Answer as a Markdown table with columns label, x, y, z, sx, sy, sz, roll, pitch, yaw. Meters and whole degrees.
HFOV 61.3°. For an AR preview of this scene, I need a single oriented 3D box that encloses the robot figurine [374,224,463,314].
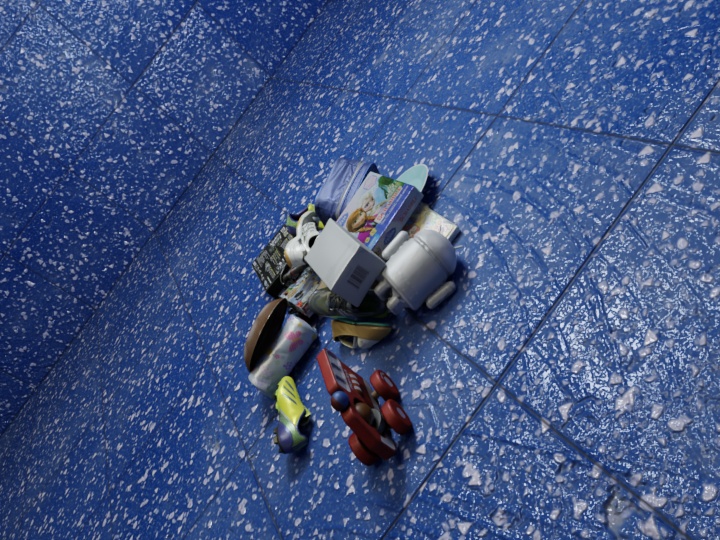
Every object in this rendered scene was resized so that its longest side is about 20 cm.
| label | x | y | z | sx | sy | sz | roll | pitch | yaw |
| --- | --- | --- | --- | --- | --- | --- | --- | --- | --- |
| robot figurine | 0.119 | -0.001 | 1.249 | 0.200 | 0.113 | 0.170 | -44 | 74 | 0 |

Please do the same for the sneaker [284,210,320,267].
| label | x | y | z | sx | sy | sz | roll | pitch | yaw |
| --- | --- | --- | --- | --- | --- | --- | --- | --- | --- |
| sneaker | -0.125 | -0.080 | 1.563 | 0.085 | 0.077 | 0.203 | -5 | 40 | 20 |

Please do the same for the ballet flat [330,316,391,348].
| label | x | y | z | sx | sy | sz | roll | pitch | yaw |
| --- | --- | --- | --- | --- | --- | --- | --- | --- | --- |
| ballet flat | 0.002 | 0.141 | 1.337 | 0.198 | 0.067 | 0.065 | 2 | 86 | 56 |

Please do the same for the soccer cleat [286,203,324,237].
| label | x | y | z | sx | sy | sz | roll | pitch | yaw |
| --- | --- | --- | --- | --- | --- | --- | --- | --- | --- |
| soccer cleat | -0.110 | -0.149 | 1.685 | 0.194 | 0.086 | 0.065 | -15 | 26 | -4 |

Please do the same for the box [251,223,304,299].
| label | x | y | z | sx | sy | sz | roll | pitch | yaw |
| --- | --- | --- | --- | --- | --- | --- | --- | --- | --- |
| box | -0.215 | -0.019 | 1.747 | 0.165 | 0.086 | 0.200 | -50 | 31 | 3 |

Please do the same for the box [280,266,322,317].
| label | x | y | z | sx | sy | sz | roll | pitch | yaw |
| --- | --- | --- | --- | --- | --- | --- | --- | --- | --- |
| box | -0.104 | 0.022 | 1.567 | 0.200 | 0.040 | 0.136 | -47 | 29 | -15 |

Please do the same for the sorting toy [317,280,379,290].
| label | x | y | z | sx | sy | sz | roll | pitch | yaw |
| --- | --- | --- | --- | --- | --- | --- | --- | --- | --- |
| sorting toy | 0.000 | 0.000 | 1.453 | 0.182 | 0.036 | 0.204 | 14 | 75 | 41 |

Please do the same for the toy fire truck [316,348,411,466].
| label | x | y | z | sx | sy | sz | roll | pitch | yaw |
| --- | --- | --- | --- | --- | --- | --- | --- | --- | --- |
| toy fire truck | -0.006 | 0.247 | 1.118 | 0.112 | 0.167 | 0.201 | -43 | 32 | 12 |

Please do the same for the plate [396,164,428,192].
| label | x | y | z | sx | sy | sz | roll | pitch | yaw |
| --- | --- | --- | --- | --- | --- | --- | --- | --- | --- |
| plate | 0.104 | -0.178 | 1.521 | 0.199 | 0.025 | 0.202 | -42 | 25 | 24 |

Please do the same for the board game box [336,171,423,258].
| label | x | y | z | sx | sy | sz | roll | pitch | yaw |
| --- | --- | --- | --- | --- | --- | --- | --- | --- | --- |
| board game box | 0.028 | -0.124 | 1.423 | 0.202 | 0.041 | 0.198 | -56 | 35 | -4 |

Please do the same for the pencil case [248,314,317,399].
| label | x | y | z | sx | sy | sz | roll | pitch | yaw |
| --- | --- | --- | --- | --- | --- | --- | --- | --- | --- |
| pencil case | -0.186 | 0.209 | 1.470 | 0.203 | 0.090 | 0.083 | -56 | 15 | -7 |

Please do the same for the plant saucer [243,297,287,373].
| label | x | y | z | sx | sy | sz | roll | pitch | yaw |
| --- | --- | --- | --- | --- | --- | --- | --- | --- | --- |
| plant saucer | -0.240 | 0.155 | 1.505 | 0.200 | 0.036 | 0.205 | 25 | -91 | -84 |

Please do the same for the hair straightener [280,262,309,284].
| label | x | y | z | sx | sy | sz | roll | pitch | yaw |
| --- | --- | --- | --- | --- | --- | --- | --- | --- | --- |
| hair straightener | -0.136 | -0.032 | 1.611 | 0.198 | 0.041 | 0.077 | -38 | 27 | 11 |

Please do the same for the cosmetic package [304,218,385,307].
| label | x | y | z | sx | sy | sz | roll | pitch | yaw |
| --- | --- | --- | --- | --- | --- | --- | --- | --- | --- |
| cosmetic package | -0.038 | -0.021 | 1.296 | 0.114 | 0.080 | 0.200 | -55 | 28 | 7 |

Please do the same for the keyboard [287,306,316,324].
| label | x | y | z | sx | sy | sz | roll | pitch | yaw |
| --- | --- | --- | --- | --- | --- | --- | --- | --- | --- |
| keyboard | -0.158 | 0.107 | 1.590 | 0.201 | 0.039 | 0.104 | -51 | 32 | 1 |

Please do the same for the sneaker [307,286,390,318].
| label | x | y | z | sx | sy | sz | roll | pitch | yaw |
| --- | --- | --- | --- | --- | --- | --- | --- | --- | --- |
| sneaker | -0.027 | 0.067 | 1.329 | 0.194 | 0.081 | 0.076 | -2 | 86 | 16 |

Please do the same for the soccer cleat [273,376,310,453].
| label | x | y | z | sx | sy | sz | roll | pitch | yaw |
| --- | --- | --- | --- | --- | --- | --- | --- | --- | --- |
| soccer cleat | -0.146 | 0.315 | 1.344 | 0.081 | 0.066 | 0.202 | -17 | 35 | 6 |

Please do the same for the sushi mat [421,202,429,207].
| label | x | y | z | sx | sy | sz | roll | pitch | yaw |
| --- | --- | --- | --- | --- | --- | --- | --- | --- | --- |
| sushi mat | 0.087 | -0.090 | 1.488 | 0.202 | 0.012 | 0.095 | -53 | 32 | -1 |

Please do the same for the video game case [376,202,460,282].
| label | x | y | z | sx | sy | sz | roll | pitch | yaw |
| --- | --- | --- | --- | --- | --- | --- | --- | --- | --- |
| video game case | 0.101 | -0.055 | 1.370 | 0.202 | 0.023 | 0.181 | -52 | 50 | -1 |

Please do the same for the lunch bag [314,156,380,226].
| label | x | y | z | sx | sy | sz | roll | pitch | yaw |
| --- | --- | --- | --- | --- | --- | --- | --- | --- | --- |
| lunch bag | -0.014 | -0.196 | 1.600 | 0.129 | 0.136 | 0.204 | 16 | 70 | 29 |
